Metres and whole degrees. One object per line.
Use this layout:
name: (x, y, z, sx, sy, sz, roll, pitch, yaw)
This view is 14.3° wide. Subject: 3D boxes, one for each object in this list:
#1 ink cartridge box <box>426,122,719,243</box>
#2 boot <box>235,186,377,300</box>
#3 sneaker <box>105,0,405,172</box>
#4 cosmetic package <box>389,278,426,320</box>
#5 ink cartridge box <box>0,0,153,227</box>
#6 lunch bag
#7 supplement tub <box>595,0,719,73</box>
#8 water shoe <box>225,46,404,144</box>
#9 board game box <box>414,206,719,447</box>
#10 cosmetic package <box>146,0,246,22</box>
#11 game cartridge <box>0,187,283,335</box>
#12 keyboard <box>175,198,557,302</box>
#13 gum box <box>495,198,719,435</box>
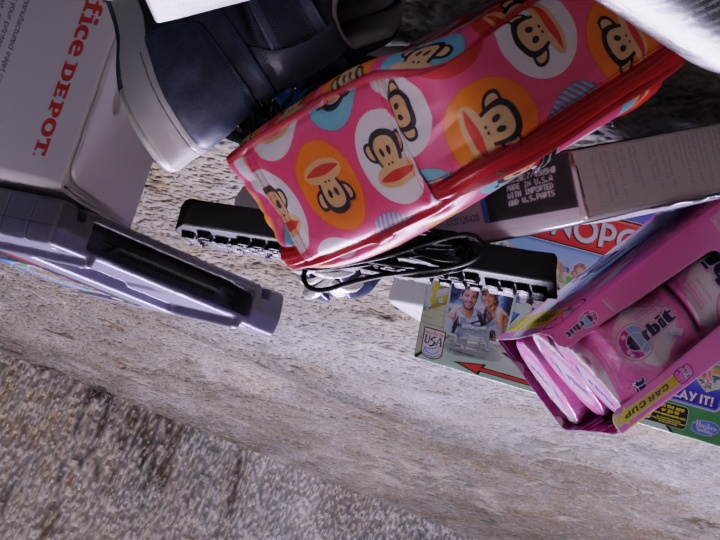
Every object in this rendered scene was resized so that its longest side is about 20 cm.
ink cartridge box: (0.122, -0.045, 1.520, 0.199, 0.047, 0.197, -14, -179, -39)
boot: (-0.018, -0.019, 1.672, 0.072, 0.091, 0.200, -2, -164, 17)
sneaker: (-0.054, -0.146, 1.418, 0.077, 0.146, 0.203, 50, -167, -37)
cosmetic package: (0.132, 0.016, 1.827, 0.199, 0.082, 0.113, 9, 165, 39)
ink cartridge box: (-0.204, -0.118, 1.620, 0.199, 0.146, 0.084, 13, 169, 28)
lunch bag: (0.050, -0.081, 1.339, 0.200, 0.176, 0.082, -21, 101, 54)
supplement tub: (0.113, -0.146, 1.001, 0.199, 0.123, 0.122, 28, 166, -36)
water shoe: (-0.026, -0.088, 1.594, 0.199, 0.079, 0.072, 1, 120, 41)
board game box: (0.138, 0.012, 1.701, 0.199, 0.135, 0.029, 15, -164, 20)
cosmetic package: (-0.053, -0.176, 1.145, 0.112, 0.082, 0.200, -14, 165, -1)
game cartridge: (-0.152, -0.007, 1.638, 0.129, 0.039, 0.200, 6, 168, 39)
keyboard: (0.000, 0.000, 1.458, 0.199, 0.040, 0.104, 8, 167, 7)
gum box: (0.146, 0.025, 1.488, 0.066, 0.113, 0.200, 53, 174, -1)
